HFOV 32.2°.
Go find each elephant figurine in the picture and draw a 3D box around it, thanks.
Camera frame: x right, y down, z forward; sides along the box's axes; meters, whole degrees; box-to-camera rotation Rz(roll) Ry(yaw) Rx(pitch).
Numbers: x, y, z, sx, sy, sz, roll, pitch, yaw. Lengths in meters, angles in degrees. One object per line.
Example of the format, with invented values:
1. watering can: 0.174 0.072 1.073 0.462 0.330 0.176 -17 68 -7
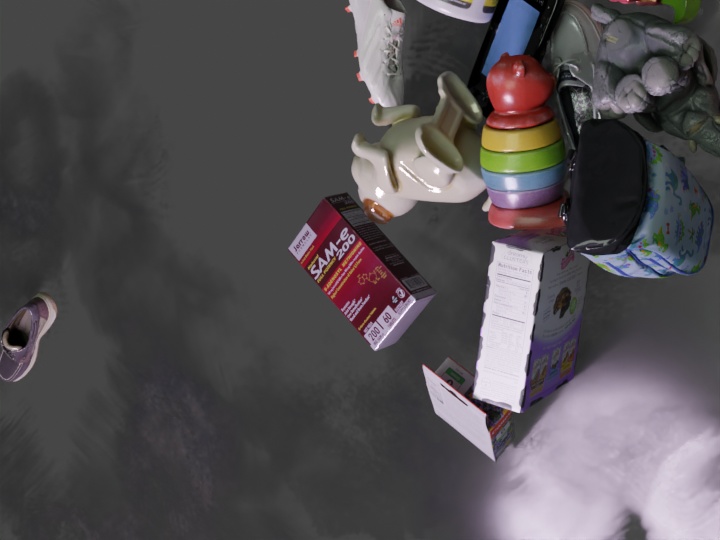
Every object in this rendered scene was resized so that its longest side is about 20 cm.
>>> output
1. elephant figurine: 0.361 -0.204 1.436 0.141 0.199 0.156 5 77 49

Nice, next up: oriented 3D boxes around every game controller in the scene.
1. game controller: 0.192 -0.282 1.553 0.105 0.042 0.201 59 136 51

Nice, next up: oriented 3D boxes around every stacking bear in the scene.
1. stacking bear: 0.199 -0.161 1.508 0.113 0.122 0.202 -9 109 -2

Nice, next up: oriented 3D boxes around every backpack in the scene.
1. backpack: 0.322 -0.064 1.437 0.153 0.200 0.164 3 70 22

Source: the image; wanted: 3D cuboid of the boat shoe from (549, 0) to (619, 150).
1. boat shoe: 0.263 -0.229 1.518 0.072 0.068 0.202 -5 96 35

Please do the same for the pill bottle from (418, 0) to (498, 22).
1. pill bottle: 0.143 -0.418 1.537 0.111 0.111 0.201 31 115 25

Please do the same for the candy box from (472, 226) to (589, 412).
1. candy box: 0.216 0.053 1.546 0.071 0.167 0.202 14 106 29

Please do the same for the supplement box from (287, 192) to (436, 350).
1. supplement box: 0.000 0.000 1.747 0.200 0.061 0.109 48 122 18

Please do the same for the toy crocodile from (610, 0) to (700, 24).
1. toy crocodile: 0.307 -0.340 1.468 0.199 0.067 0.062 22 112 29

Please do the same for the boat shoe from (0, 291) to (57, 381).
1. boat shoe: -0.594 0.120 2.169 0.072 0.065 0.200 47 122 15

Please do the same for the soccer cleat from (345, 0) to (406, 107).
1. soccer cleat: 0.031 -0.309 1.663 0.077 0.069 0.202 -14 88 32

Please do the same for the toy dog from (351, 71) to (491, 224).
1. toy dog: 0.074 -0.141 1.626 0.199 0.193 0.140 -21 44 44

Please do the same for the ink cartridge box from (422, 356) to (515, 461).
1. ink cartridge box: 0.142 0.170 1.612 0.109 0.200 0.050 38 76 22
